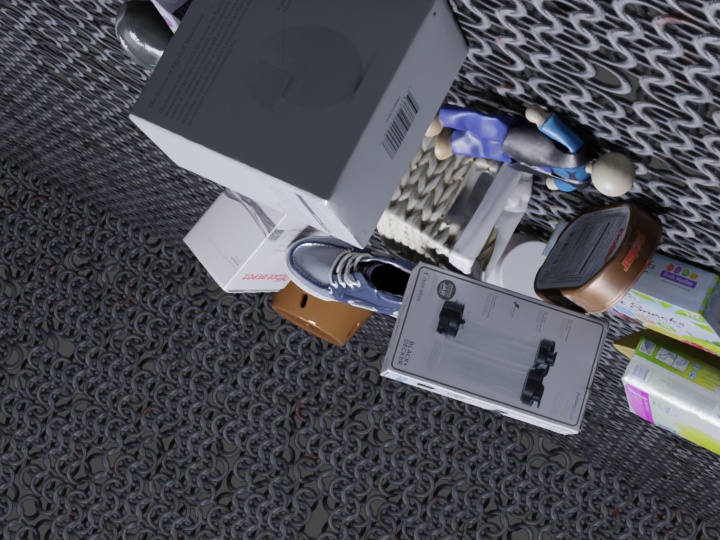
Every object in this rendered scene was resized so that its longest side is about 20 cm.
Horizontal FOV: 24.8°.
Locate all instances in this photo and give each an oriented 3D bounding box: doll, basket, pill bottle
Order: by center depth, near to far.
[{"bbox_3d":[0.160,-0.109,1.496,0.199,0.049,0.137,17,159,28],"label":"doll"},{"bbox_3d":[0.093,-0.068,1.667,0.123,0.136,0.200,29,172,11],"label":"basket"},{"bbox_3d":[0.176,0.012,1.947,0.108,0.109,0.200,30,171,-10],"label":"pill bottle"}]

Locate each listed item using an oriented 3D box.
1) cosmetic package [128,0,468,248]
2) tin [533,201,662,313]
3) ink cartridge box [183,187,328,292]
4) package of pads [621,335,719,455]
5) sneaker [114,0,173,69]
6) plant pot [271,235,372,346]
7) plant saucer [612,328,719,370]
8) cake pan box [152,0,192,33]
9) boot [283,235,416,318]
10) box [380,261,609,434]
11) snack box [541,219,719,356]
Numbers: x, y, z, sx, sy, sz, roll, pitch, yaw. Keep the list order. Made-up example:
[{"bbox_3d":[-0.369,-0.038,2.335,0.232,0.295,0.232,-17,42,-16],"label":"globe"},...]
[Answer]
[{"bbox_3d":[-0.049,-0.157,1.369,0.199,0.200,0.123,25,171,21],"label":"cosmetic package"},{"bbox_3d":[0.231,-0.012,1.623,0.042,0.112,0.200,30,171,-12],"label":"tin"},{"bbox_3d":[-0.080,-0.075,1.794,0.083,0.200,0.146,47,-162,17],"label":"ink cartridge box"},{"bbox_3d":[0.392,0.156,1.919,0.154,0.068,0.200,26,172,19],"label":"package of pads"},{"bbox_3d":[-0.177,-0.241,1.785,0.079,0.076,0.200,-2,158,46],"label":"sneaker"},{"bbox_3d":[-0.056,0.031,2.688,0.200,0.140,0.200,29,172,5],"label":"plant pot"},{"bbox_3d":[0.441,0.132,2.007,0.200,0.049,0.200,34,171,-32],"label":"plant saucer"},{"bbox_3d":[-0.115,-0.190,1.624,0.184,0.052,0.200,44,172,35],"label":"cake pan box"},{"bbox_3d":[0.000,0.000,1.713,0.199,0.073,0.090,16,168,21],"label":"boot"},{"bbox_3d":[0.131,0.078,1.606,0.199,0.117,0.060,17,170,-3],"label":"box"},{"bbox_3d":[0.310,0.021,1.764,0.200,0.053,0.142,22,168,36],"label":"snack box"}]
